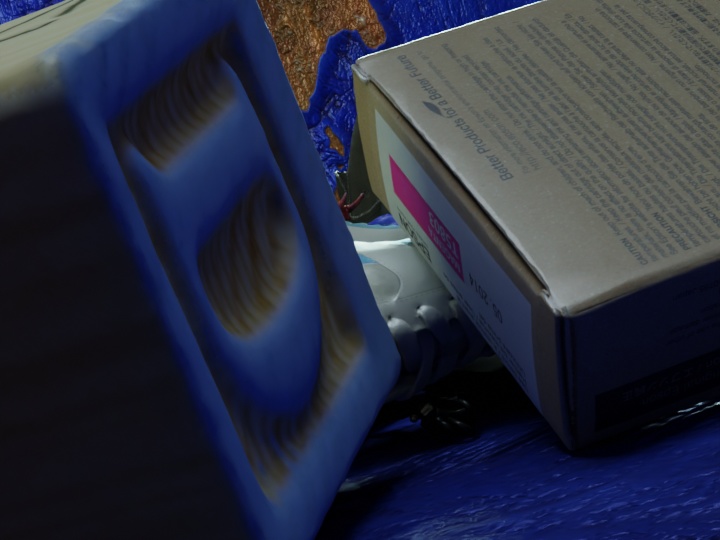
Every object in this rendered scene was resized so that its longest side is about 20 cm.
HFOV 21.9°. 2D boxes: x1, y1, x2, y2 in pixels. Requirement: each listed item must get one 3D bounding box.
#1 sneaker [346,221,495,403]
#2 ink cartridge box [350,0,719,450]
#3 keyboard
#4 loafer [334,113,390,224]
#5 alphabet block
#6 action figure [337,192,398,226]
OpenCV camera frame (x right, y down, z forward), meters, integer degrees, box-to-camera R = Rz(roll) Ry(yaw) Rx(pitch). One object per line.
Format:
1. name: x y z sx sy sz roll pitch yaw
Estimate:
1. sneaker: 0.030 0.019 0.828 0.200 0.077 0.081 -5 41 1
2. ink cartridge box: 0.110 -0.035 0.764 0.165 0.075 0.200 -19 40 -13
3. keyboard: 0.064 0.051 0.862 0.127 0.021 0.200 -18 3 -18
4. loafer: 0.025 -0.035 1.074 0.075 0.200 0.070 -11 39 -25
5. alphabet block: -0.125 0.015 0.694 0.200 0.197 0.195 -16 15 20
6. action figure: 0.000 0.000 0.936 0.200 0.066 0.052 -25 -13 18
